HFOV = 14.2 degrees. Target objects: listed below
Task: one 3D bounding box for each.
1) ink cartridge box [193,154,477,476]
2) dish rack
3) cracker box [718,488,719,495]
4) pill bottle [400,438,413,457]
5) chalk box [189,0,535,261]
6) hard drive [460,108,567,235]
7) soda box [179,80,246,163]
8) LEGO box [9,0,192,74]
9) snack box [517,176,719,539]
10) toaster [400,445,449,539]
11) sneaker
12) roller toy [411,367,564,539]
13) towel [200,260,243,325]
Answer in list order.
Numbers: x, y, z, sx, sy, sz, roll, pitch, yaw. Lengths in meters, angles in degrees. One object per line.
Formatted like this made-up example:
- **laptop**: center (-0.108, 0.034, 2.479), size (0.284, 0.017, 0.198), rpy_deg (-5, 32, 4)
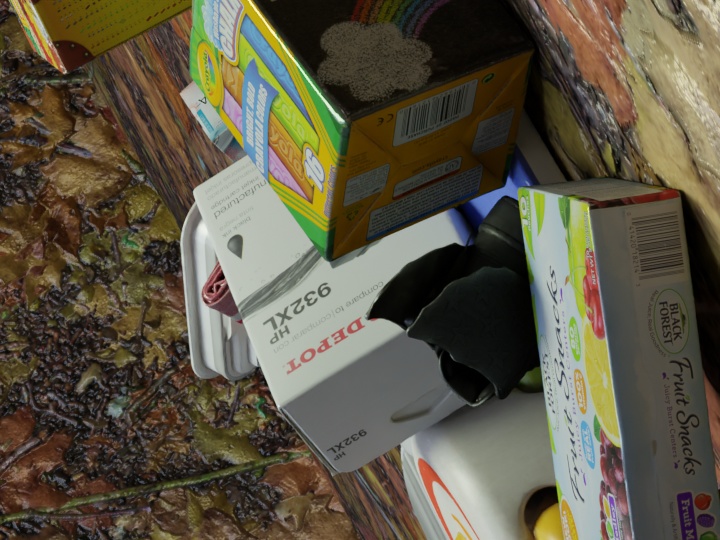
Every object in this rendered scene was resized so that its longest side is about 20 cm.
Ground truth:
- **ink cartridge box**: center (0.000, 0.000, 1.737), size (0.084, 0.145, 0.200), rpy_deg (51, -169, -45)
- **dish rack**: center (-0.042, -0.021, 2.022), size (0.043, 0.200, 0.172), rpy_deg (29, 140, 29)
- **cracker box**: center (0.226, 0.200, 1.528), size (0.134, 0.058, 0.200), rpy_deg (60, 171, 23)
- **pill bottle**: center (0.059, 0.058, 1.935), size (0.200, 0.112, 0.112), rpy_deg (64, 172, -17)
- **chalk box**: center (-0.014, -0.130, 1.576), size (0.200, 0.125, 0.124), rpy_deg (54, 155, 29)
- **hard drive**: center (0.060, -0.091, 1.664), size (0.200, 0.025, 0.132), rpy_deg (60, 165, 13)
- **soda box**: center (-0.044, -0.079, 2.109), size (0.200, 0.064, 0.068), rpy_deg (43, -172, -44)
- **LEGO box**: center (-0.136, -0.216, 1.917), size (0.077, 0.200, 0.149), rpy_deg (64, 173, -15)
- **snack box**: center (0.131, 0.057, 1.453), size (0.142, 0.053, 0.201), rpy_deg (-155, 57, -79)
- **toaster**: center (0.100, 0.178, 2.090), size (0.129, 0.113, 0.200), rpy_deg (58, 174, 39)
- **sneaker**: center (0.079, 0.031, 1.568), size (0.060, 0.104, 0.200), rpy_deg (28, 168, 33)
- **roller toy**: center (0.119, 0.147, 1.743), size (0.200, 0.139, 0.183), rpy_deg (56, 171, 34)
- **towel**: center (-0.028, -0.015, 1.976), size (0.023, 0.144, 0.200), rpy_deg (30, 179, 27)
